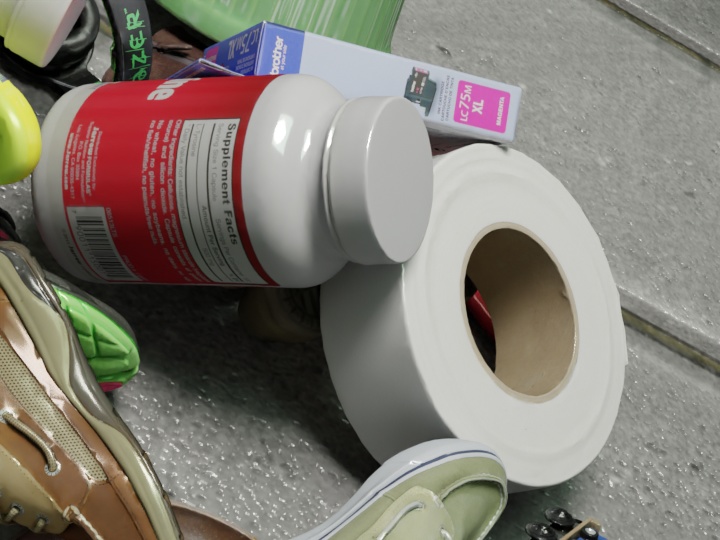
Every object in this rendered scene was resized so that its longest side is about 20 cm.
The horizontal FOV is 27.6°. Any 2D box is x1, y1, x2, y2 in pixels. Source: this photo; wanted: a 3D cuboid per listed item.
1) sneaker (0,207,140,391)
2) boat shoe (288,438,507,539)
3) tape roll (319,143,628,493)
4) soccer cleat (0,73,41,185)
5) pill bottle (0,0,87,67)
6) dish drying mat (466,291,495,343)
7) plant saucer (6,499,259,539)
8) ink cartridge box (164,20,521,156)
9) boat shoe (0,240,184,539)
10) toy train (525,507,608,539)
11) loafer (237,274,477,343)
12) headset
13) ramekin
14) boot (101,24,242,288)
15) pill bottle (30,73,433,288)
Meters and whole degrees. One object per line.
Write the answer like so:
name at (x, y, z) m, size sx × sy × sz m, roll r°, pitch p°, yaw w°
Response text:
sneaker at (-0.197, -0.007, 0.769) m, size 0.199 × 0.077 × 0.084 m, roll 33°, pitch 42°, yaw -5°
boat shoe at (0.014, 0.144, 0.710) m, size 0.062 × 0.073 × 0.199 m, roll 15°, pitch 30°, yaw 41°
tape roll at (0.071, 0.032, 0.865) m, size 0.201 × 0.070 × 0.205 m, roll 17°, pitch 65°, yaw -41°
soccer cleat at (-0.215, -0.094, 0.793) m, size 0.083 × 0.066 × 0.199 m, roll -7°, pitch 20°, yaw -40°
pill bottle at (-0.240, -0.196, 0.790) m, size 0.199 × 0.113 × 0.114 m, roll 30°, pitch 38°, yaw -9°
dish drying mat at (0.094, 0.010, 1.015) m, size 0.076 × 0.018 × 0.201 m, roll -16°, pitch 61°, yaw -44°
plant saucer at (-0.092, 0.197, 0.669) m, size 0.198 × 0.035 × 0.202 m, roll 20°, pitch 40°, yaw -18°
ink cartridge box at (-0.017, -0.108, 0.876) m, size 0.198 × 0.119 × 0.043 m, roll 9°, pitch 87°, yaw -22°
boat shoe at (-0.142, 0.086, 0.674) m, size 0.073 × 0.076 × 0.201 m, roll -28°, pitch 75°, yaw -15°
toy train at (0.082, 0.162, 0.731) m, size 0.045 × 0.035 × 0.199 m, roll 24°, pitch 19°, yaw 23°
loafer at (0.000, 0.000, 0.904) m, size 0.199 × 0.067 × 0.077 m, roll -9°, pitch 86°, yaw -48°
headset at (-0.209, -0.175, 0.912) m, size 0.093 × 0.125 × 0.200 m, roll -27°, pitch 52°, yaw -33°
ramekin at (-0.053, -0.224, 1.043) m, size 0.198 × 0.098 × 0.201 m, roll 22°, pitch 24°, yaw -10°
boot at (-0.100, -0.077, 0.941) m, size 0.165 × 0.073 × 0.200 m, roll 28°, pitch 38°, yaw 10°
pill bottle at (-0.067, -0.047, 0.786) m, size 0.198 × 0.113 × 0.112 m, roll 1°, pitch 29°, yaw 26°
